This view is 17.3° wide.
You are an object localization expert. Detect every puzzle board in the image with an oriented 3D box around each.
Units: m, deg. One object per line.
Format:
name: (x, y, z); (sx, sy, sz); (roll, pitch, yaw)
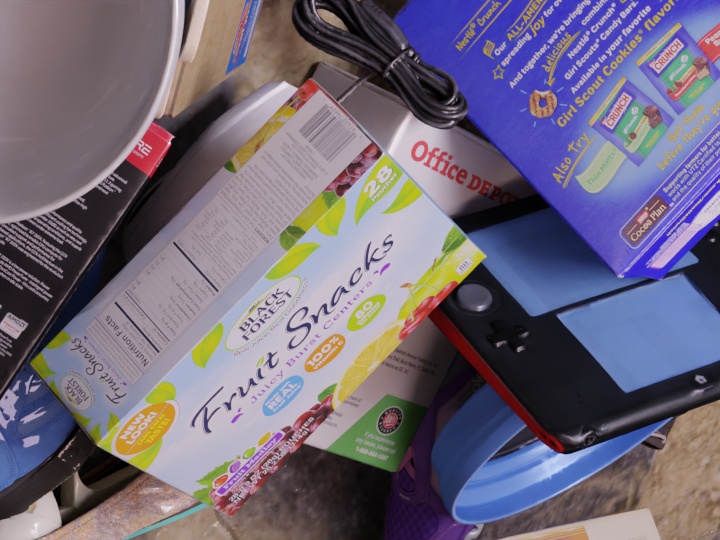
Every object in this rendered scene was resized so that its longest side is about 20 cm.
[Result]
puzzle board: (-0.058, -0.186, 1.194); (0.151, 0.017, 0.201); (-53, 161, -72)

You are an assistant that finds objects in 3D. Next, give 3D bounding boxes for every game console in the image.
game console: (0.140, 0.015, 1.307); (0.199, 0.177, 0.031); (-17, 132, -27)

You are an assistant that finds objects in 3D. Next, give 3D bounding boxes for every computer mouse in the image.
computer mouse: (-0.046, -0.059, 1.267); (0.200, 0.110, 0.044); (-44, 178, 1)

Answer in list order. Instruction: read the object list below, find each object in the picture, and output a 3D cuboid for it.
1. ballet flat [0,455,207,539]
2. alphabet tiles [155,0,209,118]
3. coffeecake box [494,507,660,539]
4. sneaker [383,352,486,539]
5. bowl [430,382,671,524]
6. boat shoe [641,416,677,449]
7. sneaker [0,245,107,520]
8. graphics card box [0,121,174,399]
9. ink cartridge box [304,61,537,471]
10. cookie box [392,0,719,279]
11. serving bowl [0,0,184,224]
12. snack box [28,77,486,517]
ballet flat: (-0.165, 0.131, 1.308); (0.199, 0.068, 0.068); (-28, 112, -39)
alphabet tiles: (-0.080, -0.178, 1.117); (0.014, 0.196, 0.201); (11, 108, -13)
coffeecake box: (0.078, 0.224, 1.508); (0.153, 0.074, 0.200); (-5, 161, -44)
sneaker: (0.044, 0.092, 1.486); (0.088, 0.080, 0.202); (8, 102, -41)
bowl: (0.129, 0.078, 1.402); (0.200, 0.040, 0.201); (-29, 160, -12)
boat shoe: (0.162, 0.098, 1.615); (0.199, 0.067, 0.057); (4, 106, -51)
sneaker: (-0.167, 0.038, 1.228); (0.111, 0.076, 0.201); (32, 86, -52)
graphics card box: (-0.195, -0.015, 1.134); (0.125, 0.051, 0.201); (34, 85, -8)
ink cartridge box: (0.000, 0.000, 1.371); (0.146, 0.084, 0.201); (24, 95, -50)
cookie box: (0.143, -0.124, 1.287); (0.171, 0.200, 0.075); (-47, 160, 17)
serving bowl: (-0.169, -0.126, 1.065); (0.066, 0.199, 0.201); (-49, 157, -72)
snack box: (-0.048, 0.019, 1.206); (0.200, 0.068, 0.169); (-46, 153, 1)
